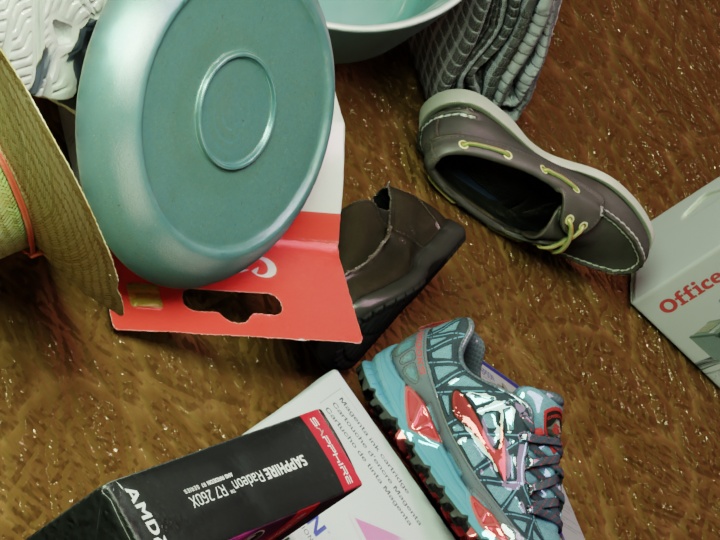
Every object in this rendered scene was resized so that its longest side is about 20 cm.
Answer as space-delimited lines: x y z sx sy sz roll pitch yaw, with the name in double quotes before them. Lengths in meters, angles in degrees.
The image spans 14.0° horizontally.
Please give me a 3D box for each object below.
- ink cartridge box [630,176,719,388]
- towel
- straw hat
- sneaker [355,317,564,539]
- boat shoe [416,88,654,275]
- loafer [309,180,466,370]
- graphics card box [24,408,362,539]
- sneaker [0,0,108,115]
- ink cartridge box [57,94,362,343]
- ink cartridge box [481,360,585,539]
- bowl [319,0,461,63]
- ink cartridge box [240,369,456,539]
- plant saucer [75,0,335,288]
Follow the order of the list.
"ink cartridge box" 0.311 0.025 2.126 0.200 0.146 0.084 41 32 -22
"towel" 0.073 -0.212 1.978 0.085 0.200 0.166 -9 61 -16
"straw hat" -0.198 -0.041 1.451 0.201 0.085 0.201 57 -11 18
"sneaker" 0.083 0.108 1.663 0.200 0.095 0.079 54 -2 21
"boat shoe" 0.119 -0.045 1.989 0.201 0.072 0.061 32 39 -25
"loafer" 0.000 0.000 1.763 0.071 0.073 0.200 41 22 2
"graphics card box" -0.098 0.131 1.394 0.051 0.125 0.200 60 27 9
"sneaker" -0.190 -0.147 1.543 0.129 0.080 0.199 29 1 25
"ink cartridge box" -0.081 -0.057 1.653 0.161 0.050 0.200 4 51 -28
"ink cartridge box" 0.103 0.154 1.752 0.099 0.039 0.200 35 31 -61
"bowl" -0.017 -0.211 1.867 0.200 0.105 0.201 5 61 -9
"ink cartridge box" 0.013 0.155 1.632 0.197 0.043 0.200 55 29 1
"plant saucer" -0.074 -0.087 1.570 0.200 0.027 0.201 -16 111 -49
